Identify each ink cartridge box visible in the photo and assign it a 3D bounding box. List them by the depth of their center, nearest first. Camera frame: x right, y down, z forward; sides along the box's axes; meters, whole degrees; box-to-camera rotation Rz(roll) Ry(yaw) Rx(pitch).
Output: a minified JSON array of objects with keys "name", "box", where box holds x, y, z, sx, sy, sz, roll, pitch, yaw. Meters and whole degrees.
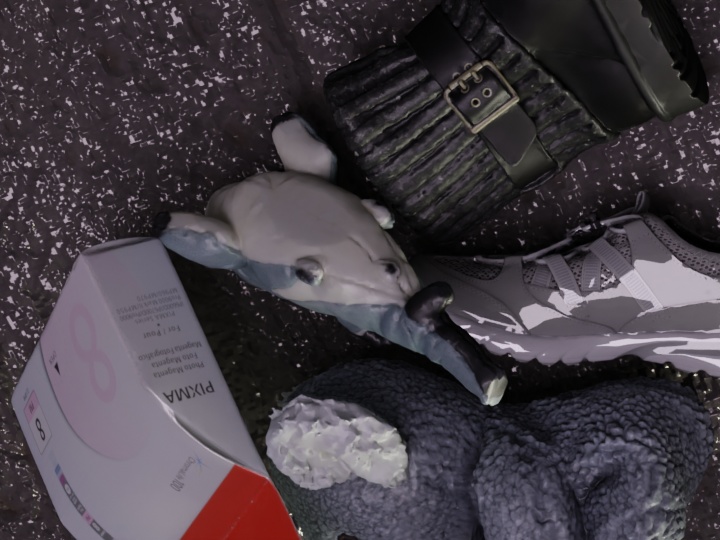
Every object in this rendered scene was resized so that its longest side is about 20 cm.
[{"name":"ink cartridge box","box":[-0.096,0.107,1.175,0.200,0.057,0.163,68,151,21]}]

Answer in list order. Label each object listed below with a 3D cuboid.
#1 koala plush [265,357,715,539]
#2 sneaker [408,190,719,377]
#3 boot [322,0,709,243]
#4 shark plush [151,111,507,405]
[{"name":"koala plush","box":[0.047,0.105,1.171,0.200,0.177,0.184,25,95,3]},{"name":"sneaker","box":[0.118,0.001,1.167,0.200,0.075,0.082,4,99,4]},{"name":"boot","box":[0.045,-0.124,1.116,0.158,0.079,0.211,-24,105,21]},{"name":"shark plush","box":[0.000,0.000,1.143,0.200,0.091,0.083,20,147,32]}]
